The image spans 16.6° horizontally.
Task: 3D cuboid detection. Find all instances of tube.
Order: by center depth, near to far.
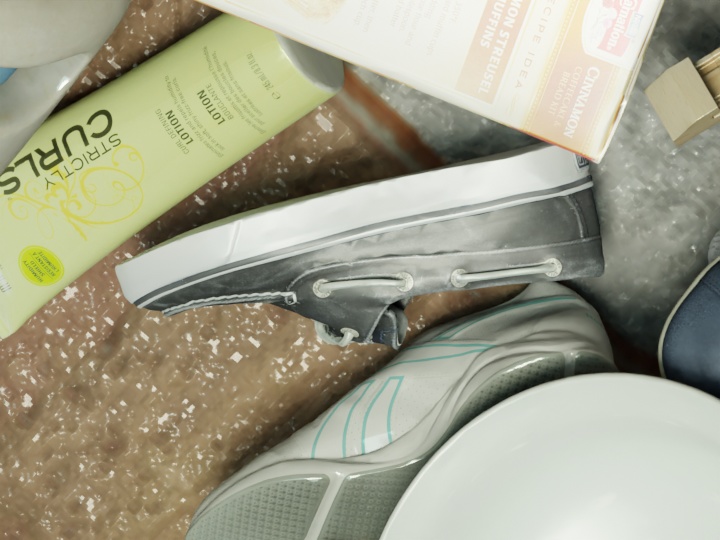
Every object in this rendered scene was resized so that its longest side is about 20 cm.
[{"bbox_3d":[-0.098,-0.046,1.011,0.199,0.052,0.058,-30,61,25],"label":"tube"}]

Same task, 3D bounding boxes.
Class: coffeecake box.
[{"bbox_3d":[0.016,-0.129,0.898,0.199,0.154,0.073,22,113,4],"label":"coffeecake box"}]

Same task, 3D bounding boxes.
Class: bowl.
[{"bbox_3d":[0.105,0.145,0.925,0.200,0.090,0.203,-8,73,28],"label":"bowl"}]

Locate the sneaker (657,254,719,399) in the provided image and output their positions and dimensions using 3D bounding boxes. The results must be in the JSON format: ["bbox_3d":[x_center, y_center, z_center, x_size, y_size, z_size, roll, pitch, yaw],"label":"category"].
[{"bbox_3d":[0.189,0.000,0.875,0.199,0.084,0.075,-29,85,21],"label":"sneaker"}]

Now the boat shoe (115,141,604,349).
[{"bbox_3d":[0.000,0.000,0.992,0.198,0.072,0.068,-13,93,9],"label":"boat shoe"}]

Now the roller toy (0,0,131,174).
[{"bbox_3d":[-0.179,-0.127,0.916,0.182,0.201,0.140,31,129,-17],"label":"roller toy"}]

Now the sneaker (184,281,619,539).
[{"bbox_3d":[0.019,0.072,1.011,0.199,0.080,0.071,-27,118,15],"label":"sneaker"}]

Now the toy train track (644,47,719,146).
[{"bbox_3d":[0.192,-0.110,0.894,0.199,0.033,0.115,-32,72,10],"label":"toy train track"}]

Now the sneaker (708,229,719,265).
[{"bbox_3d":[0.237,0.035,0.957,0.198,0.075,0.116,0,110,17],"label":"sneaker"}]
